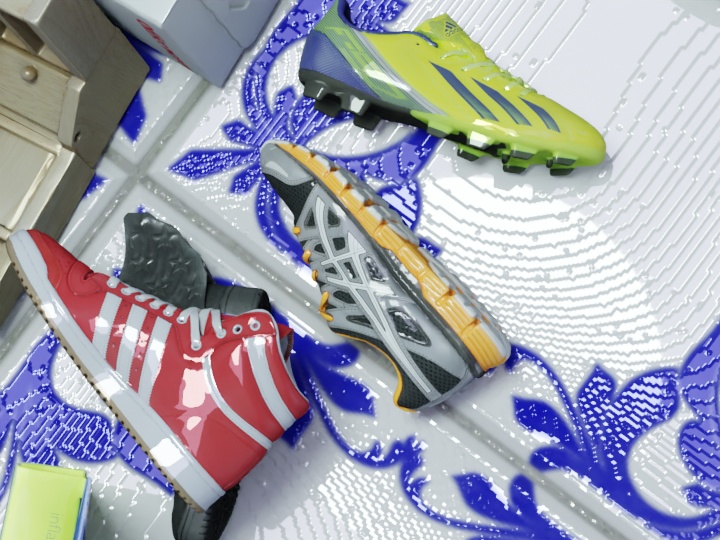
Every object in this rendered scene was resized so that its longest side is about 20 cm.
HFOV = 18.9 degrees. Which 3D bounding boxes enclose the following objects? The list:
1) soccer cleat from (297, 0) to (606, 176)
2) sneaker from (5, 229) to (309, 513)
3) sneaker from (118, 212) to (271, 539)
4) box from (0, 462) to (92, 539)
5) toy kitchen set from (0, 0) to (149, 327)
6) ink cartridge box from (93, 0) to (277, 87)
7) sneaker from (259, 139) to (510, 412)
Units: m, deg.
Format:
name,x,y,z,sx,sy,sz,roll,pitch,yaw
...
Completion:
name,x,y,z,sx,sy,sz,roll,pitch,yaw
soccer cleat,0.059,-0.115,1.323,0.200,0.065,0.084,18,82,14
sneaker,-0.114,0.032,1.272,0.112,0.071,0.200,-39,81,-2
sneaker,-0.118,0.068,1.330,0.104,0.060,0.200,9,77,11
box,-0.187,0.175,1.249,0.048,0.200,0.122,10,82,-6
toy kitchen set,-0.266,-0.099,1.323,0.163,0.180,0.200,26,82,15
ink cartridge box,-0.144,-0.234,1.341,0.200,0.145,0.145,32,87,14
sneaker,0.000,0.000,1.310,0.077,0.078,0.200,-45,74,10
